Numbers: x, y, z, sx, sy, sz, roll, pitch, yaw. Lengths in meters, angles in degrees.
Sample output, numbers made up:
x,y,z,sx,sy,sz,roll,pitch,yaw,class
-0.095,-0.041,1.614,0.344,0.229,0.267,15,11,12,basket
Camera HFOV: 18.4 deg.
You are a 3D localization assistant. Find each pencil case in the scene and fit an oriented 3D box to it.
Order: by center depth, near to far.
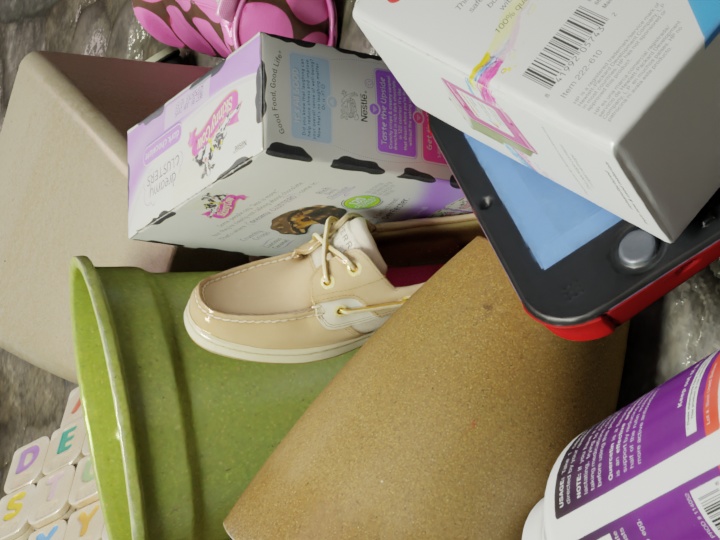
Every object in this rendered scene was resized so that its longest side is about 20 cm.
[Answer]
x,y,z,sx,sy,sz,roll,pitch,yaw,class
-0.095,-0.186,1.550,0.200,0.093,0.091,22,103,60,pencil case

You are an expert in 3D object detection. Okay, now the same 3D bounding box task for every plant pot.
x,y,z,sx,sy,sz,roll,pitch,yaw,class
0.057,0.091,1.175,0.201,0.186,0.186,-61,33,1,plant pot
-0.065,0.076,1.320,0.200,0.183,0.201,171,90,-77,plant pot
-0.125,-0.014,1.484,0.177,0.199,0.201,39,117,43,plant pot

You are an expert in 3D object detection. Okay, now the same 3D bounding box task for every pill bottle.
x,y,z,sx,sy,sz,roll,pitch,yaw,class
0.161,0.105,1.030,0.200,0.112,0.113,-39,51,50,pill bottle

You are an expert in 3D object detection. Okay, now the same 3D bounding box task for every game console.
x,y,z,sx,sy,sz,roll,pitch,yaw,class
0.133,-0.073,1.119,0.177,0.031,0.200,-36,47,12,game console

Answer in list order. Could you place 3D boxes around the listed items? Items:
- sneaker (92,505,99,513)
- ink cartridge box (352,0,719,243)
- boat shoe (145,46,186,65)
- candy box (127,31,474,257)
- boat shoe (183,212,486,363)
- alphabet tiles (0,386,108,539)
x,y,z,sx,sy,sz,roll,pitch,yaw,class
-0.133,0.229,1.528,0.200,0.087,0.076,47,122,51,sneaker
0.114,-0.124,1.094,0.145,0.085,0.200,-49,47,-8,ink cartridge box
-0.188,-0.095,1.725,0.063,0.074,0.201,48,122,8,boat shoe
-0.011,-0.060,1.272,0.168,0.199,0.072,-26,61,54,candy box
0.000,0.000,1.235,0.074,0.199,0.069,-114,21,-46,boat shoe
-0.185,0.132,1.596,0.200,0.015,0.196,-27,32,28,alphabet tiles
